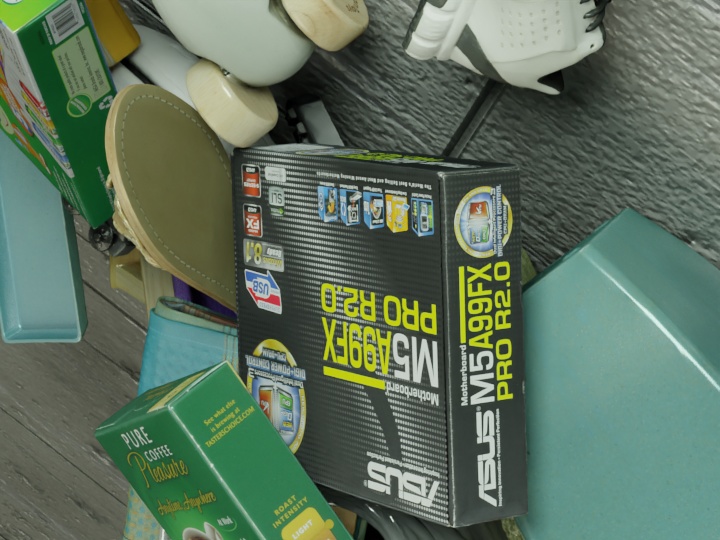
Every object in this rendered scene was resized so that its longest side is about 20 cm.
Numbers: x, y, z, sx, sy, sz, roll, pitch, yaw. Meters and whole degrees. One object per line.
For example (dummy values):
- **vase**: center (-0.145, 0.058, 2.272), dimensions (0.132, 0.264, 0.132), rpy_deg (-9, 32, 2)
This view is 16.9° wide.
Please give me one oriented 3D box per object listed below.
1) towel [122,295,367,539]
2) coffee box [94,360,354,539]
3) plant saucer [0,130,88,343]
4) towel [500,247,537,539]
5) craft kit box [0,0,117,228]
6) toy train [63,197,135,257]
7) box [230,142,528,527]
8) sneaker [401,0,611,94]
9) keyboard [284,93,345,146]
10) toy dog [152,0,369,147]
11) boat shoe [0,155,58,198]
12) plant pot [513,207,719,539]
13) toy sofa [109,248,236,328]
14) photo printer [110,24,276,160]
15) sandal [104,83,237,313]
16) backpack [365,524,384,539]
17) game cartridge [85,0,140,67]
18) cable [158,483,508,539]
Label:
- **towel**: center (-0.063, 0.122, 1.366), dimensions (0.146, 0.022, 0.201), rpy_deg (17, 117, 16)
- **coffee box**: center (-0.044, 0.141, 1.209), dimensions (0.200, 0.044, 0.123), rpy_deg (54, 156, -5)
- **plant saucer**: center (-0.208, -0.055, 1.508), dimensions (0.070, 0.019, 0.201), rpy_deg (-2, 100, 37)
- **towel**: center (0.089, 0.081, 1.250), dimensions (0.036, 0.148, 0.201), rpy_deg (-25, 91, 23)
- **craft kit box**: center (-0.198, -0.140, 1.240), dimensions (0.198, 0.048, 0.200), rpy_deg (48, 167, 24)
- **toy train**: center (-0.187, -0.098, 1.453), dimensions (0.046, 0.034, 0.200), rpy_deg (-40, 80, 27)
- **box**: center (0.005, 0.024, 1.150), dimensions (0.200, 0.044, 0.161), rpy_deg (12, 105, 58)
- **sneaker**: center (0.076, -0.132, 1.004), dimensions (0.080, 0.074, 0.200), rpy_deg (24, 163, -2)
- **keyboard**: center (0.000, 0.000, 1.297), dimensions (0.201, 0.040, 0.104), rpy_deg (63, 169, 1)
- **toy dog**: center (-0.084, -0.157, 1.167), dimensions (0.096, 0.131, 0.200), rpy_deg (-106, -10, -52)
- **boat shoe**: center (-0.187, -0.078, 1.540), dimensions (0.199, 0.076, 0.060), rpy_deg (8, -174, 38)
- **plant pot**: center (0.144, 0.082, 1.154), dimensions (0.141, 0.141, 0.200), rpy_deg (-38, 89, 24)
- **toy sofa**: center (-0.098, 0.050, 1.495), dimensions (0.097, 0.201, 0.083), rpy_deg (-5, 142, -8)
- **photo printer**: center (-0.081, -0.047, 1.368), dimensions (0.166, 0.069, 0.200), rpy_deg (41, 169, 51)
- **sandal**: center (-0.093, -0.022, 1.241), dimensions (0.069, 0.078, 0.212), rpy_deg (1, 154, 34)
- **backpack**: center (0.051, 0.146, 1.440), dimensions (0.154, 0.201, 0.190), rpy_deg (7, -171, -46)
- **game cartridge**: center (-0.215, -0.202, 1.325), dimensions (0.176, 0.032, 0.200), rpy_deg (11, 134, 56)
- **cable**: center (-0.008, 0.160, 1.304), dimensions (0.200, 0.069, 0.200), rpy_deg (-38, 91, 28)
